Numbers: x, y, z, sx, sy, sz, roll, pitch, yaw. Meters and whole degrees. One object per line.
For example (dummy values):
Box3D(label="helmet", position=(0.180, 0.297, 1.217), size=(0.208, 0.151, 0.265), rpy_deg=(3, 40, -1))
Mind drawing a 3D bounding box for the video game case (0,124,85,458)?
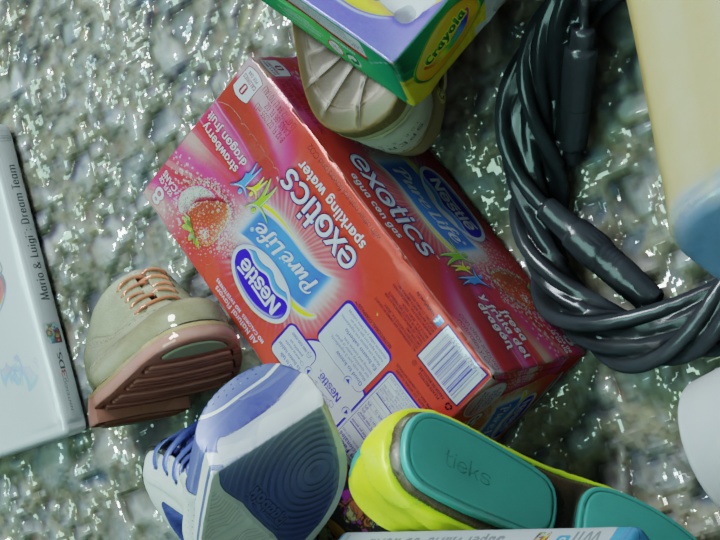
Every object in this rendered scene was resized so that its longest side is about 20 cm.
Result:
Box3D(label="video game case", position=(-0.260, 0.030, 1.210), size=(0.199, 0.024, 0.184), rpy_deg=(-19, 84, 34))

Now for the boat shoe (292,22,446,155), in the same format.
Box3D(label="boat shoe", position=(0.001, -0.145, 0.986), size=(0.074, 0.066, 0.202), rpy_deg=(-16, 64, 25))

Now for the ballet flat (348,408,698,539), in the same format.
Box3D(label="ballet flat", position=(0.081, 0.123, 0.920), size=(0.067, 0.199, 0.067), rpy_deg=(-40, 27, 49))

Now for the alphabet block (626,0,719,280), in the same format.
Box3D(label="alphabet block", position=(0.223, -0.086, 0.720), size=(0.195, 0.196, 0.201), rpy_deg=(-35, 37, 31))

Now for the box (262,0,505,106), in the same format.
Box3D(label="box", position=(0.043, -0.185, 0.921), size=(0.117, 0.048, 0.200), rpy_deg=(36, 80, 26))

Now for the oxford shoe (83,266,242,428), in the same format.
Box3D(label="oxford shoe", position=(-0.110, 0.033, 1.034), size=(0.200, 0.070, 0.074), rpy_deg=(147, 113, -67))

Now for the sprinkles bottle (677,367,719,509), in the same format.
Box3D(label="sprinkles bottle", position=(0.230, 0.040, 0.847), size=(0.199, 0.068, 0.069), rpy_deg=(-30, 77, 33))

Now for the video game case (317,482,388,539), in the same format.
Box3D(label="video game case", position=(0.017, 0.201, 1.027), size=(0.199, 0.036, 0.182), rpy_deg=(32, 110, 28))

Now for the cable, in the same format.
Box3D(label="cable", position=(0.134, -0.058, 0.924), size=(0.162, 0.051, 0.202), rpy_deg=(-11, 90, 40))

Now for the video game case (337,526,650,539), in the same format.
Box3D(label="video game case", position=(0.086, 0.164, 0.861), size=(0.143, 0.018, 0.199), rpy_deg=(51, 149, -18))

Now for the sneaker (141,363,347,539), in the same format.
Box3D(label="sneaker", position=(-0.065, 0.103, 0.972), size=(0.115, 0.080, 0.200), rpy_deg=(50, 158, 33))

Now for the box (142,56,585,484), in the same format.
Box3D(label="box", position=(0.000, 0.000, 0.985), size=(0.100, 0.095, 0.200), rpy_deg=(-47, 69, 27))
